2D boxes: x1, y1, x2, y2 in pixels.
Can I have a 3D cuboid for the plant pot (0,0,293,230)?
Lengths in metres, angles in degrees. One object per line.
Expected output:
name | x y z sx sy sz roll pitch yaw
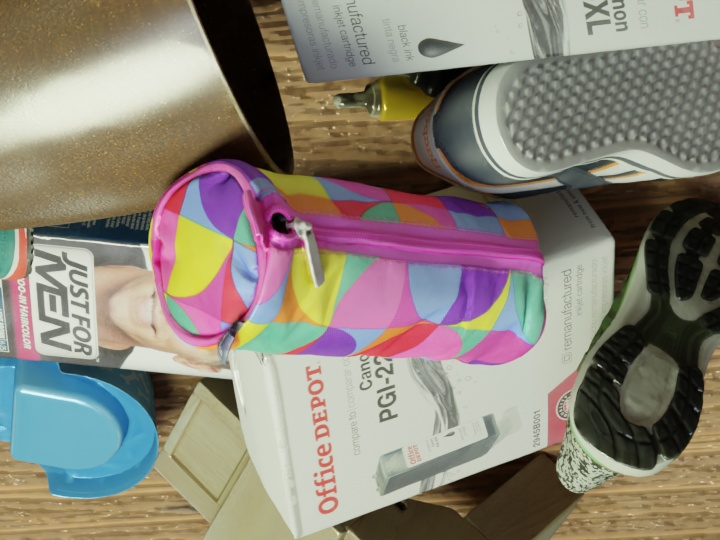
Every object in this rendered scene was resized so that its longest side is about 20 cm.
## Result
plant pot | -0.155 -0.094 0.816 0.199 0.188 0.188 -21 128 7

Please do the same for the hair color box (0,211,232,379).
hair color box | -0.119 0.003 1.010 0.198 0.061 0.101 5 132 0

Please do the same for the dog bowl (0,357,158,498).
dog bowl | -0.218 0.077 1.093 0.198 0.050 0.112 11 132 -3

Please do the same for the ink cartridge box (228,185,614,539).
ink cartridge box | 0.033 0.041 0.966 0.199 0.085 0.146 -17 132 -12

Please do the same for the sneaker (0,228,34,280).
sneaker | -0.255 -0.021 0.935 0.199 0.093 0.071 4 99 48

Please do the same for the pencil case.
pencil case | 0.000 0.000 0.800 0.199 0.089 0.088 4 143 -45

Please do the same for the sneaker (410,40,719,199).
sneaker | 0.111 -0.078 0.876 0.199 0.079 0.079 -5 177 -40

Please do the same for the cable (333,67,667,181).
cable | 0.088 -0.107 0.922 0.198 0.050 0.098 10 116 -20

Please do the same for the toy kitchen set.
toy kitchen set | -0.011 0.159 1.124 0.200 0.180 0.164 43 128 15

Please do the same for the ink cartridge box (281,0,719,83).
ink cartridge box | 0.059 -0.169 0.768 0.198 0.084 0.146 -5 135 13

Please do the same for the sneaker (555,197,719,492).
sneaker | 0.150 0.039 0.942 0.077 0.200 0.089 39 143 1
